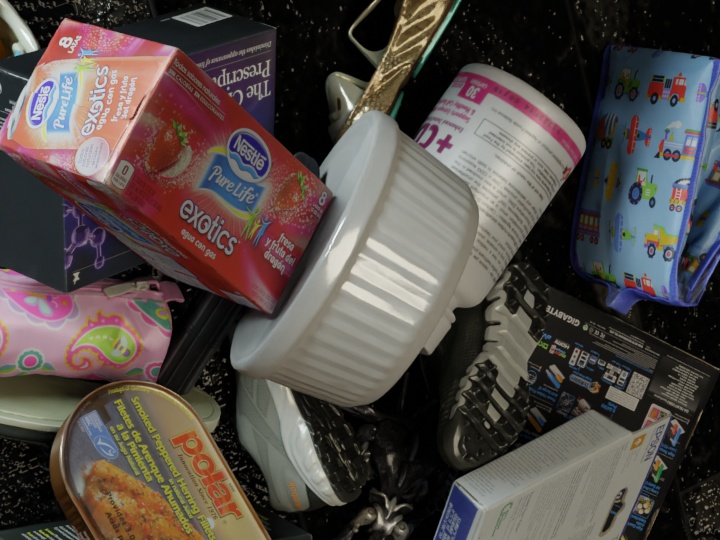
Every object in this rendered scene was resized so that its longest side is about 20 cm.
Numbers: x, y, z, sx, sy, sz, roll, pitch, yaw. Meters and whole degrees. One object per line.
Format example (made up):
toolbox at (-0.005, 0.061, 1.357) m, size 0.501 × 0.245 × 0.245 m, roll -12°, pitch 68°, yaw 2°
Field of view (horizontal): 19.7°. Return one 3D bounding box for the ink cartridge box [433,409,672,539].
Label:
ink cartridge box at (0.129, 0.197, 1.569) m, size 0.200 × 0.043 × 0.197 m, roll -23°, pitch 143°, yaw -37°

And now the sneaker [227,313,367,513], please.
sneaker at (-0.069, 0.084, 1.509) m, size 0.074 × 0.079 × 0.200 m, roll -13°, pitch 81°, yaw -61°

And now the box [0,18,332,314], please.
box at (-0.118, -0.063, 1.293) m, size 0.200 × 0.100 × 0.096 m, roll 41°, pitch 72°, yaw -52°

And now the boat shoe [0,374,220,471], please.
boat shoe at (-0.200, 0.113, 1.461) m, size 0.199 × 0.075 × 0.066 m, roll 3°, pitch 121°, yaw -29°

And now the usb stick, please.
usb stick at (-0.087, 0.005, 1.444) m, size 0.033 × 0.055 × 0.200 m, roll 29°, pitch 116°, yaw -10°

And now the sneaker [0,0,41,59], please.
sneaker at (-0.236, -0.115, 1.391) m, size 0.077 × 0.081 × 0.200 m, roll -43°, pitch 118°, yaw -16°

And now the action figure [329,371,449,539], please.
action figure at (0.006, 0.178, 1.568) m, size 0.119 × 0.102 × 0.200 m, roll 31°, pitch 58°, yaw -21°

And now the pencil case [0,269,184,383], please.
pencil case at (-0.225, 0.034, 1.420) m, size 0.200 × 0.087 × 0.088 m, roll 6°, pitch 97°, yaw -27°

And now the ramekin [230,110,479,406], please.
ramekin at (0.000, 0.000, 1.396) m, size 0.094 × 0.202 × 0.203 m, roll 29°, pitch 85°, yaw -10°

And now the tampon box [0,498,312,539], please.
tampon box at (-0.147, 0.256, 1.482) m, size 0.200 × 0.126 × 0.150 m, roll -5°, pitch 100°, yaw -27°

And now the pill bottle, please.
pill bottle at (0.069, -0.044, 1.546) m, size 0.113 × 0.113 × 0.200 m, roll 39°, pitch 81°, yaw -28°

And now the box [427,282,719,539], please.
box at (0.171, 0.132, 1.671) m, size 0.200 × 0.050 × 0.199 m, roll 24°, pitch 89°, yaw -30°

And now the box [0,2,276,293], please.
box at (-0.150, -0.085, 1.392) m, size 0.200 × 0.079 × 0.141 m, roll -25°, pitch 128°, yaw -45°

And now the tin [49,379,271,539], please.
tin at (-0.131, 0.170, 1.398) m, size 0.112 × 0.042 × 0.200 m, roll -27°, pitch 85°, yaw -28°

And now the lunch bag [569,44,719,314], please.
lunch bag at (0.231, -0.063, 1.606) m, size 0.094 × 0.151 × 0.200 m, roll 21°, pitch 89°, yaw -29°

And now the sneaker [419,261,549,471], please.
sneaker at (0.081, 0.080, 1.554) m, size 0.066 × 0.090 × 0.200 m, roll 49°, pitch 39°, yaw -25°

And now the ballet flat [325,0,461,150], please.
ballet flat at (0.012, -0.147, 1.535) m, size 0.065 × 0.071 × 0.200 m, roll 27°, pitch 83°, yaw -2°
